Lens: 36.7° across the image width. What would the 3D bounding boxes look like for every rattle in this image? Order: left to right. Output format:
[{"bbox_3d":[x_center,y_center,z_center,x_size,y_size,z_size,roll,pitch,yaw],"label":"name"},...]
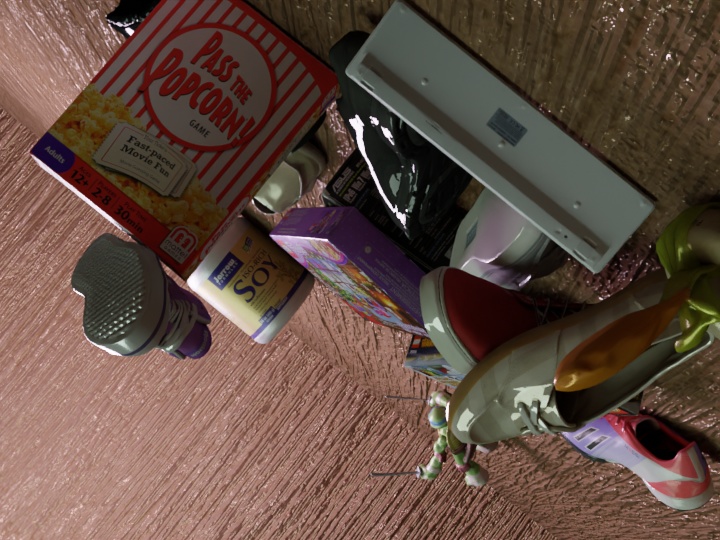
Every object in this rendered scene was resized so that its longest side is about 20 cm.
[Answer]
[{"bbox_3d":[0.225,0.070,0.604,0.130,0.143,0.200,-8,129,51],"label":"rattle"}]

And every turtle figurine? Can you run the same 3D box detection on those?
[{"bbox_3d":[0.139,0.291,1.886,0.194,0.200,0.144,41,-155,-38],"label":"turtle figurine"}]

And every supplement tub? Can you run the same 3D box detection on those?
[{"bbox_3d":[-0.189,0.006,1.758,0.200,0.146,0.145,39,170,-7],"label":"supplement tub"}]

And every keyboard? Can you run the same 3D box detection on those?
[{"bbox_3d":[0.084,-0.081,0.658,0.200,0.056,0.011,39,-170,-1],"label":"keyboard"}]

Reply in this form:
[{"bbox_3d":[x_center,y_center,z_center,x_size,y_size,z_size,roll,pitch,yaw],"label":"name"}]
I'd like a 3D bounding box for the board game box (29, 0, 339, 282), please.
[{"bbox_3d":[-0.134,-0.117,0.856,0.151,0.200,0.046,37,170,2],"label":"board game box"}]

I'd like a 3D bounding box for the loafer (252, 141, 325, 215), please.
[{"bbox_3d":[-0.084,-0.100,1.130,0.076,0.068,0.200,37,170,7],"label":"loafer"}]

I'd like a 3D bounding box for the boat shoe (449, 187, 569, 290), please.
[{"bbox_3d":[0.117,-0.020,0.797,0.068,0.072,0.200,11,160,-6],"label":"boat shoe"}]

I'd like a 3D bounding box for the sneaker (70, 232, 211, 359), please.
[{"bbox_3d":[-0.149,0.033,0.822,0.114,0.073,0.200,39,-179,-24],"label":"sneaker"}]

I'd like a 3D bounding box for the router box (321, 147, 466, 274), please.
[{"bbox_3d":[0.049,-0.021,1.022,0.150,0.062,0.200,35,170,14],"label":"router box"}]

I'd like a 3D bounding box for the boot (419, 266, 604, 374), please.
[{"bbox_3d":[0.142,0.034,0.763,0.144,0.073,0.200,-17,151,32],"label":"boot"}]

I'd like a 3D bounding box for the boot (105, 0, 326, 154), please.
[{"bbox_3d":[-0.131,-0.180,0.951,0.163,0.073,0.198,48,167,-31],"label":"boot"}]

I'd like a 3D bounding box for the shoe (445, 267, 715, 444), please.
[{"bbox_3d":[0.142,0.068,0.716,0.070,0.200,0.054,38,-153,-39],"label":"shoe"}]

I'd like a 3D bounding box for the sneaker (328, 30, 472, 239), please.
[{"bbox_3d":[0.028,-0.098,0.770,0.091,0.076,0.200,41,163,26],"label":"sneaker"}]

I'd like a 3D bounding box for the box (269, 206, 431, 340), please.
[{"bbox_3d":[0.000,0.000,0.993,0.137,0.039,0.200,42,170,-15],"label":"box"}]

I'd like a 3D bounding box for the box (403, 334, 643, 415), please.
[{"bbox_3d":[0.151,0.096,1.031,0.136,0.040,0.200,26,163,-26],"label":"box"}]

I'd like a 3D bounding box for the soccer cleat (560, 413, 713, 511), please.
[{"bbox_3d":[0.272,0.167,1.101,0.200,0.068,0.074,32,145,54],"label":"soccer cleat"}]
